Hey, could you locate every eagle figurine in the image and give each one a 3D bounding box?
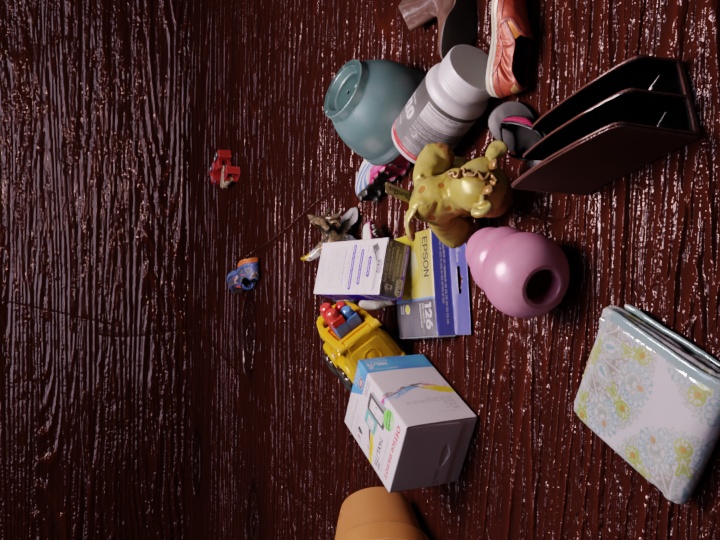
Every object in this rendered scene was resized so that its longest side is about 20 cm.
[{"bbox_3d":[-0.061,-0.036,1.685,0.200,0.151,0.152,68,-153,-25],"label":"eagle figurine"}]

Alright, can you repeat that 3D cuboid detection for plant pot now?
[{"bbox_3d":[0.035,0.511,1.417,0.140,0.200,0.200,-98,22,-52],"label":"plant pot"},{"bbox_3d":[0.016,-0.318,1.409,0.200,0.134,0.201,-34,44,42],"label":"plant pot"}]

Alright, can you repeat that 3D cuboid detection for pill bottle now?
[{"bbox_3d":[0.142,-0.275,1.247,0.200,0.114,0.114,-51,47,52],"label":"pill bottle"}]

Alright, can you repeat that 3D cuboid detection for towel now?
[{"bbox_3d":[0.353,0.155,0.909,0.200,0.048,0.171,-133,46,-54],"label":"towel"}]

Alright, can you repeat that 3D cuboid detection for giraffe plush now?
[{"bbox_3d":[0.165,-0.127,1.153,0.162,0.200,0.173,-8,88,45],"label":"giraffe plush"}]

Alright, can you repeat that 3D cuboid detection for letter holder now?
[{"bbox_3d":[0.286,-0.177,0.927,0.200,0.142,0.101,-31,63,60],"label":"letter holder"}]

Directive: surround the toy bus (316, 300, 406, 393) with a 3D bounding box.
[{"bbox_3d":[-0.024,0.128,1.476,0.192,0.136,0.200,57,169,-27],"label":"toy bus"}]

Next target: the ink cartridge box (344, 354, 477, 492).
[{"bbox_3d":[0.086,0.269,1.335,0.200,0.146,0.147,48,133,53],"label":"ink cartridge box"}]

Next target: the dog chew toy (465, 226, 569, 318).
[{"bbox_3d":[0.220,-0.009,1.099,0.200,0.124,0.125,-132,47,-64],"label":"dog chew toy"}]

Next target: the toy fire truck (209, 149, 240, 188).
[{"bbox_3d":[-0.470,-0.336,2.553,0.200,0.049,0.141,-47,50,54],"label":"toy fire truck"}]

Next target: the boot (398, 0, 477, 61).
[{"bbox_3d":[0.127,-0.447,1.329,0.200,0.064,0.187,12,88,60],"label":"boot"}]

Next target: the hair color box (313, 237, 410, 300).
[{"bbox_3d":[0.000,0.000,1.434,0.200,0.065,0.109,-2,75,51],"label":"hair color box"}]

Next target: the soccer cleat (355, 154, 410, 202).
[{"bbox_3d":[0.037,-0.212,1.510,0.200,0.070,0.086,-41,55,57],"label":"soccer cleat"}]

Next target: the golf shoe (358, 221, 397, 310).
[{"bbox_3d":[0.020,-0.009,1.507,0.091,0.075,0.200,-27,53,24],"label":"golf shoe"}]

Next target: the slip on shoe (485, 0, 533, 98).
[{"bbox_3d":[0.235,-0.363,1.122,0.061,0.074,0.200,12,101,40],"label":"slip on shoe"}]

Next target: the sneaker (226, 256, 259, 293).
[{"bbox_3d":[-0.369,0.031,2.333,0.200,0.075,0.079,-48,52,56],"label":"sneaker"}]

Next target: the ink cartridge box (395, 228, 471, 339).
[{"bbox_3d":[0.126,0.026,1.365,0.200,0.047,0.198,163,106,-65],"label":"ink cartridge box"}]

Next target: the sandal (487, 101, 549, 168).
[{"bbox_3d":[0.245,-0.198,1.118,0.200,0.045,0.075,58,141,46],"label":"sandal"}]
